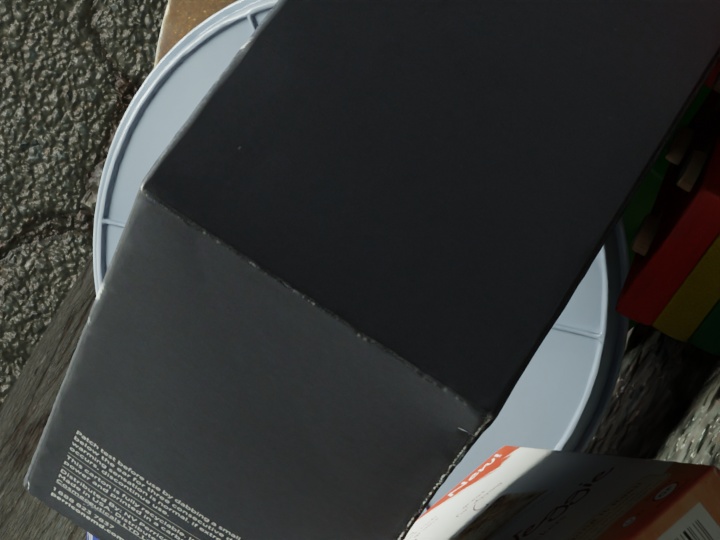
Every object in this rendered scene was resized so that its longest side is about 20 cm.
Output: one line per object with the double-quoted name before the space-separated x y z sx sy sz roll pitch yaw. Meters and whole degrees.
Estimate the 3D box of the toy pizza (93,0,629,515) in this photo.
"toy pizza" 0.000 0.000 0.971 0.200 0.200 0.032 -55 -14 22

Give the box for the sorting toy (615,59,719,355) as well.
"sorting toy" 0.150 -0.079 0.802 0.200 0.069 0.199 118 176 -56

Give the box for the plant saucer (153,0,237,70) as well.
"plant saucer" -0.016 -0.094 1.269 0.200 0.037 0.201 -29 -53 -47

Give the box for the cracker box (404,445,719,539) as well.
"cracker box" 0.034 0.114 0.814 0.134 0.058 0.200 -40 6 -12

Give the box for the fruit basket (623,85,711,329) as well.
"fruit basket" 0.069 -0.090 1.058 0.215 0.155 0.216 -41 26 25

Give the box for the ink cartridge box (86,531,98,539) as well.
"ink cartridge box" -0.069 0.171 0.987 0.094 0.044 0.201 -109 18 -50

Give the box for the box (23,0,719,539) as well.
"box" 0.013 -0.021 0.791 0.200 0.104 0.182 -56 -2 -32
